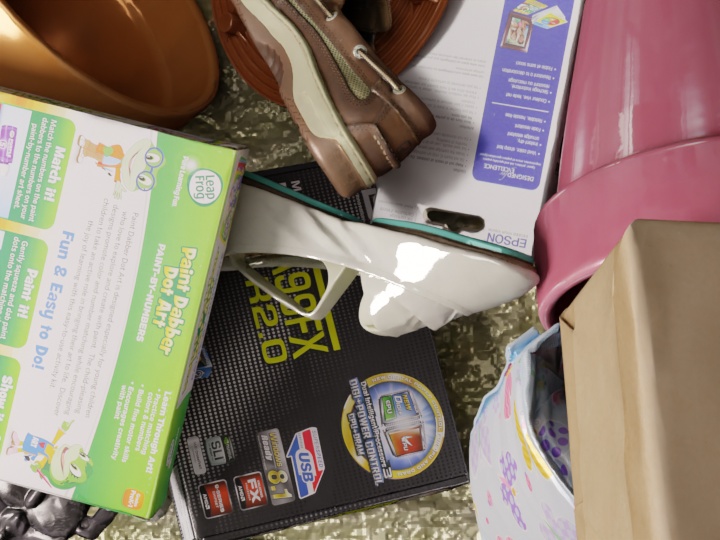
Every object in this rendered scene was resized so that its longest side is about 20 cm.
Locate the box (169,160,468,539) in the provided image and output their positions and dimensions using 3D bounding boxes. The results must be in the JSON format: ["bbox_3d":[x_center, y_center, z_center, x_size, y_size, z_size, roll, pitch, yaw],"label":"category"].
[{"bbox_3d":[-0.042,0.043,0.974,0.160,0.044,0.200,-10,79,-17],"label":"box"}]

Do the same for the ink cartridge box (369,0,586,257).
[{"bbox_3d":[0.071,-0.109,0.968,0.099,0.039,0.200,12,91,14],"label":"ink cartridge box"}]

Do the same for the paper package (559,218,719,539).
[{"bbox_3d":[0.202,0.081,0.763,0.200,0.103,0.191,3,66,-12],"label":"paper package"}]

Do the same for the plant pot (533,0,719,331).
[{"bbox_3d":[0.186,-0.064,0.900,0.200,0.200,0.179,-8,67,14],"label":"plant pot"}]

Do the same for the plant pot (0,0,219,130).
[{"bbox_3d":[-0.201,-0.127,1.008,0.140,0.200,0.200,-40,76,25],"label":"plant pot"}]

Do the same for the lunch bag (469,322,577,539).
[{"bbox_3d":[0.144,0.122,0.883,0.127,0.170,0.200,-39,76,-21],"label":"lunch bag"}]

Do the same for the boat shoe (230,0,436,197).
[{"bbox_3d":[-0.017,-0.129,0.941,0.075,0.075,0.202,-30,58,5],"label":"boat shoe"}]

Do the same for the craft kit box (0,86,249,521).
[{"bbox_3d":[-0.176,0.008,0.900,0.197,0.049,0.200,15,96,6],"label":"craft kit box"}]

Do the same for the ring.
[{"bbox_3d":[-0.021,-0.192,1.000,0.200,0.019,0.201,-7,79,42],"label":"ring"}]

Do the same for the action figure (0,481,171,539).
[{"bbox_3d":[-0.157,0.102,1.010,0.119,0.102,0.200,39,75,6],"label":"action figure"}]

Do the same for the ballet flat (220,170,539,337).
[{"bbox_3d":[0.000,0.000,0.904,0.200,0.069,0.069,17,90,31],"label":"ballet flat"}]
